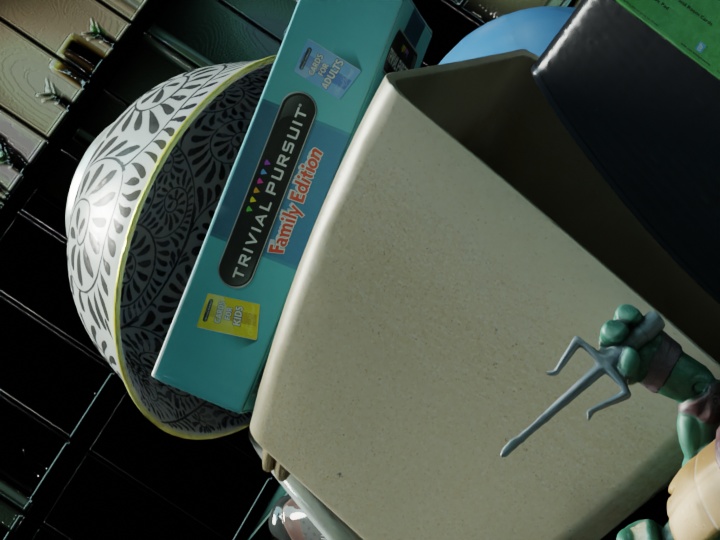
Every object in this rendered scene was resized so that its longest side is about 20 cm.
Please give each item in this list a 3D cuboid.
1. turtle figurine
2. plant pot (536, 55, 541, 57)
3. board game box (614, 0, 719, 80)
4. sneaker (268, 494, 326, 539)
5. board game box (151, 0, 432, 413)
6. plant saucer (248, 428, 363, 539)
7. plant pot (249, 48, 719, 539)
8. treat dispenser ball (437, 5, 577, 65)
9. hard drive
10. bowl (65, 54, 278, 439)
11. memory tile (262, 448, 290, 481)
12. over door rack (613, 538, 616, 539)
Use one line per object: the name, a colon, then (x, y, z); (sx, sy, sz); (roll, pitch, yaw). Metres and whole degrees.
turtle figurine: (0.141, 0.074, 1.010); (0.200, 0.100, 0.150); (-42, 50, 23)
plant pot: (0.108, 0.023, 1.371); (0.189, 0.199, 0.200); (-65, 6, -16)
board game box: (0.198, -0.092, 1.027); (0.105, 0.200, 0.023); (-55, -16, 17)
sneaker: (0.004, 0.176, 1.563); (0.200, 0.081, 0.077); (61, -139, -50)
board game box: (-0.028, -0.036, 1.249); (0.151, 0.047, 0.201); (22, -91, -84)
plant saucer: (0.026, 0.140, 1.367); (0.050, 0.200, 0.200); (-43, 3, -1)
plant pot: (0.069, 0.038, 1.189); (0.177, 0.200, 0.200); (-54, -13, 20)
treat dispenser ball: (0.127, -0.071, 1.748); (0.202, 0.200, 0.201); (-56, 3, 5)
hard drive: (0.164, -0.054, 1.097); (0.042, 0.200, 0.135); (-22, -24, -51)
bowl: (-0.087, -0.024, 1.353); (0.200, 0.094, 0.202); (-31, -49, -43)
memory tile: (0.000, 0.000, 1.321); (0.200, 0.017, 0.154); (-56, -14, -59)
over door rack: (0.098, 0.176, 1.146); (0.200, 0.067, 0.148); (-43, -4, -32)
